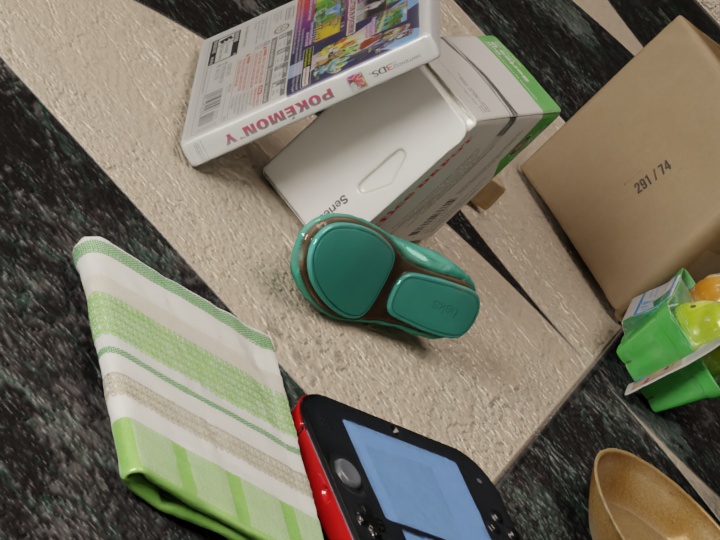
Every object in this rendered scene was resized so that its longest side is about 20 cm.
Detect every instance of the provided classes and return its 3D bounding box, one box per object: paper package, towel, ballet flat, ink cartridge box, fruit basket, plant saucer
[{"bbox_3d":[0.266,-0.078,2.371,0.103,0.200,0.191,24,28,-50],"label":"paper package"},{"bbox_3d":[-0.093,0.077,1.539,0.149,0.031,0.200,32,26,-32],"label":"towel"},{"bbox_3d":[0.000,0.000,1.859,0.070,0.067,0.200,30,5,38],"label":"ballet flat"},{"bbox_3d":[0.039,-0.091,1.976,0.084,0.146,0.200,51,18,10],"label":"ink cartridge box"},{"bbox_3d":[0.301,0.023,2.233,0.094,0.200,0.185,51,19,-3],"label":"fruit basket"},{"bbox_3d":[0.219,0.210,1.927,0.200,0.035,0.200,41,20,-18],"label":"plant saucer"}]

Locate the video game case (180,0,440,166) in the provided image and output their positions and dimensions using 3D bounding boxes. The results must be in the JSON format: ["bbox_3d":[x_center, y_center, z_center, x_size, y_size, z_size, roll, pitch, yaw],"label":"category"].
[{"bbox_3d":[-0.031,-0.150,1.899,0.023,0.182,0.200,62,12,-21],"label":"video game case"}]

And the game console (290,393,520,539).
[{"bbox_3d":[0.043,0.162,1.650,0.200,0.031,0.177,24,29,-48],"label":"game console"}]

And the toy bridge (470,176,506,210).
[{"bbox_3d":[0.061,-0.130,2.296,0.067,0.027,0.200,31,24,-36],"label":"toy bridge"}]
